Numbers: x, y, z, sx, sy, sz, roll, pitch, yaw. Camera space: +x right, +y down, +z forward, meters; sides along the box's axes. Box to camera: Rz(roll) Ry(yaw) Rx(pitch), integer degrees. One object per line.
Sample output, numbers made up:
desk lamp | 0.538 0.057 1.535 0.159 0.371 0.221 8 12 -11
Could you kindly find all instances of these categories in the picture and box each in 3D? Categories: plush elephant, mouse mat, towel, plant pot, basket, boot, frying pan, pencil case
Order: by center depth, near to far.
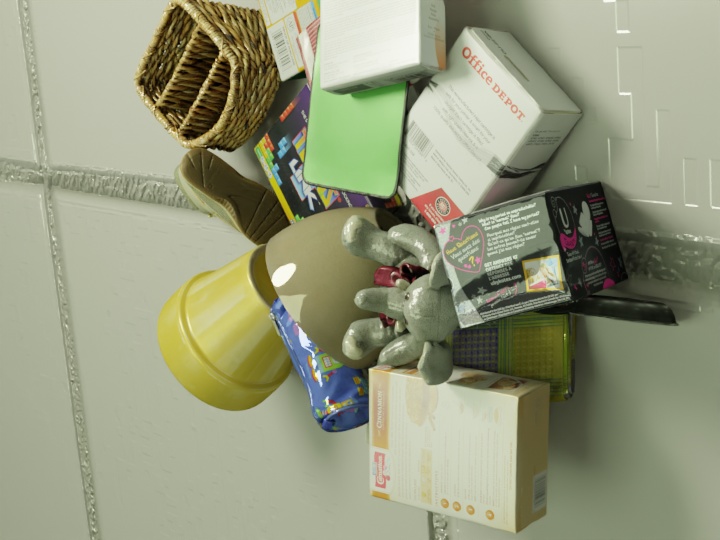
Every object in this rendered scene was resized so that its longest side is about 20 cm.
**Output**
frying pan | 0.266 0.042 1.412 0.190 0.114 0.031 -167 83 -74
plush elephant | 0.059 0.035 1.444 0.198 0.155 0.166 8 96 10
towel | 0.158 0.083 1.516 0.199 0.023 0.145 -7 75 30
mouse mat | -0.005 -0.192 1.548 0.160 0.007 0.202 14 102 43
towel | 0.009 -0.261 1.551 0.199 0.023 0.145 -29 71 41
plant pot | 0.000 0.000 1.614 0.134 0.200 0.201 -37 71 21
pencil case | -0.050 0.107 1.650 0.078 0.086 0.201 106 143 -58
basket | -0.212 -0.259 1.807 0.200 0.148 0.144 -49 45 45
plant pot | -0.154 0.065 1.841 0.189 0.200 0.202 -42 69 37
boot | -0.184 -0.095 1.904 0.200 0.072 0.155 39 169 -10

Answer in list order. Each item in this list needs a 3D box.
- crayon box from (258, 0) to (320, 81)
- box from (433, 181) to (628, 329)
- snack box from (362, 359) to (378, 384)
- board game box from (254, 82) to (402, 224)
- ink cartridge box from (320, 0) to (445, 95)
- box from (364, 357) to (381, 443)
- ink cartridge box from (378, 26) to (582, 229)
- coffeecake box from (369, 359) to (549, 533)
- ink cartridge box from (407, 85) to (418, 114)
crayon box | -0.046 -0.335 1.684 0.199 0.051 0.127 -18 88 52
box | 0.180 -0.020 1.374 0.131 0.200 0.116 -15 89 28
snack box | -0.037 0.073 1.717 0.072 0.024 0.201 -44 63 29
board game box | -0.047 -0.125 1.751 0.165 0.056 0.201 -45 68 49
ink cartridge box | 0.023 -0.311 1.493 0.161 0.050 0.202 -6 79 44
box | 0.114 0.193 1.617 0.200 0.108 0.129 33 125 40
ink cartridge box | 0.132 -0.152 1.481 0.145 0.083 0.200 52 127 25
coffeecake box | 0.108 0.192 1.479 0.199 0.073 0.155 8 104 36
ink cartridge box | 0.019 -0.217 1.609 0.094 0.037 0.201 -14 105 42
